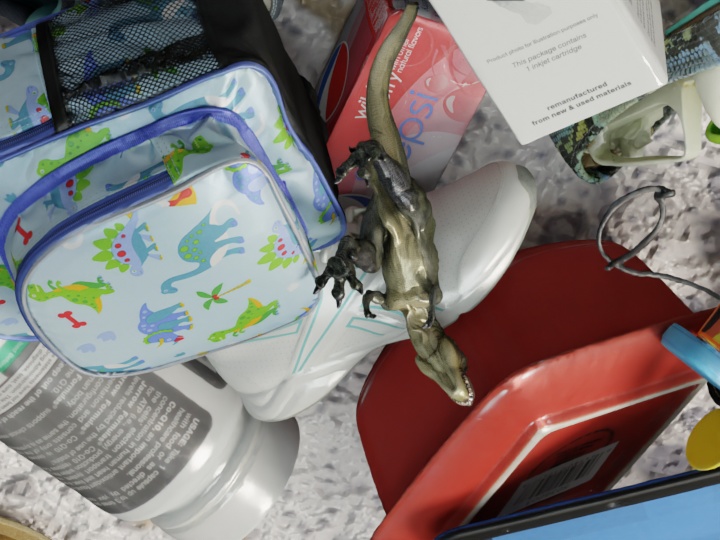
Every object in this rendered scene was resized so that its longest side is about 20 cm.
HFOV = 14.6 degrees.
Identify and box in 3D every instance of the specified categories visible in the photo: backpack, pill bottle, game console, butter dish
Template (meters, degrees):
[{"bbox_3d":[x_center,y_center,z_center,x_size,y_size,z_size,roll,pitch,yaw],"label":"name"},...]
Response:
[{"bbox_3d":[-0.120,-0.040,1.359,0.199,0.147,0.183,-18,146,6],"label":"backpack"},{"bbox_3d":[-0.136,0.065,1.525,0.200,0.113,0.113,37,114,-26],"label":"pill bottle"},{"bbox_3d":[0.154,0.188,1.502,0.199,0.118,0.171,-14,95,8],"label":"game console"},{"bbox_3d":[0.078,0.047,1.519,0.200,0.148,0.200,-15,152,-38],"label":"butter dish"}]

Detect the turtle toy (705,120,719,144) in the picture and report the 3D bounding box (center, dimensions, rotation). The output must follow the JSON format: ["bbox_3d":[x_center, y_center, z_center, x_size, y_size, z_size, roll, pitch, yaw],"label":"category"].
[{"bbox_3d":[0.277,-0.074,1.464,0.199,0.146,0.101,-3,145,-4],"label":"turtle toy"}]

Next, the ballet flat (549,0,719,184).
[{"bbox_3d":[0.170,-0.094,1.424,0.074,0.074,0.200,30,149,-23],"label":"ballet flat"}]

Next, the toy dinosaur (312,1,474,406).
[{"bbox_3d":[0.013,-0.028,1.371,0.047,0.088,0.201,-5,94,27],"label":"toy dinosaur"}]

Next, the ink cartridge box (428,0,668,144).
[{"bbox_3d":[0.065,-0.185,1.345,0.084,0.145,0.200,-22,124,18],"label":"ink cartridge box"}]

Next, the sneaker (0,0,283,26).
[{"bbox_3d":[-0.135,-0.141,1.396,0.199,0.086,0.078,10,123,-13],"label":"sneaker"}]

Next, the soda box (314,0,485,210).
[{"bbox_3d":[0.005,-0.063,1.479,0.070,0.063,0.200,17,122,-16],"label":"soda box"}]

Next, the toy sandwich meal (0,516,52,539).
[{"bbox_3d":[-0.249,0.225,1.653,0.204,0.070,0.206,-3,125,-4],"label":"toy sandwich meal"}]

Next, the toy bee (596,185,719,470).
[{"bbox_3d":[0.198,0.044,1.406,0.200,0.109,0.131,6,116,-47],"label":"toy bee"}]

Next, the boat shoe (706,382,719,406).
[{"bbox_3d":[0.256,0.029,1.531,0.199,0.075,0.066,-24,165,39],"label":"boat shoe"}]

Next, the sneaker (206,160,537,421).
[{"bbox_3d":[0.000,0.000,1.442,0.200,0.071,0.080,-34,119,16],"label":"sneaker"}]
